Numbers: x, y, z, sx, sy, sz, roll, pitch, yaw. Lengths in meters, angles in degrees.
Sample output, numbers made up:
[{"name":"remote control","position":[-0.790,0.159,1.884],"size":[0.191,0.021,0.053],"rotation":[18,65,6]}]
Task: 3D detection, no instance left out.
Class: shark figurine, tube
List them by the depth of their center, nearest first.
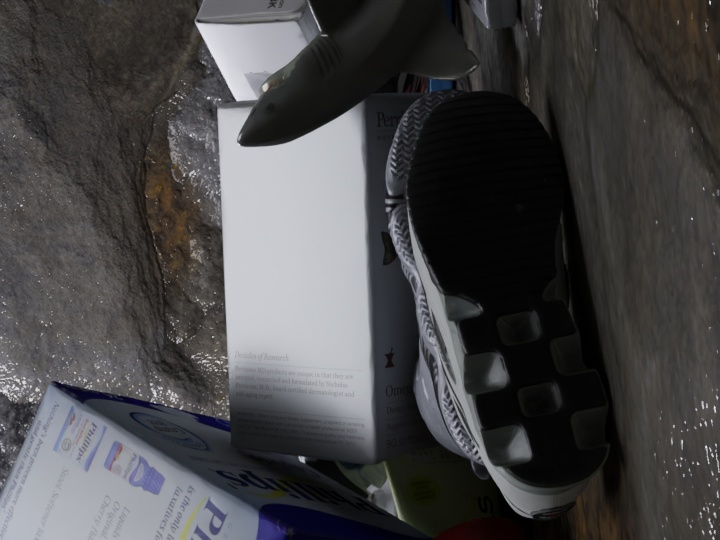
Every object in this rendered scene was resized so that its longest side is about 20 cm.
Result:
[{"name":"shark figurine","position":[0.030,-0.143,0.979],"size":[0.089,0.128,0.215],"rotation":[45,128,24]},{"name":"tube","position":[0.060,0.186,1.152],"size":[0.058,0.052,0.201],"rotation":[27,-133,-55]}]

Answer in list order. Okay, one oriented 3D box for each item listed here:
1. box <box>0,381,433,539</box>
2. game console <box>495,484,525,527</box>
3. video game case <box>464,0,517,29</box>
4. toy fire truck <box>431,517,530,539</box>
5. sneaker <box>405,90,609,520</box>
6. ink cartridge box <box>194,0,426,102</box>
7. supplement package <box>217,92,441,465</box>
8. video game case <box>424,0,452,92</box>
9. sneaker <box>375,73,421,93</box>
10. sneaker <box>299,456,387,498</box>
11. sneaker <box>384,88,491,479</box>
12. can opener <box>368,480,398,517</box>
[{"name":"box","position":[-0.076,0.159,1.107],"size":[0.184,0.199,0.105],"rotation":[20,-84,-55]},{"name":"game console","position":[0.094,0.201,1.255],"size":[0.177,0.031,0.201],"rotation":[100,163,-62]},{"name":"video game case","position":[0.050,-0.221,1.019],"size":[0.200,0.018,0.144],"rotation":[-111,14,-67]},{"name":"toy fire truck","position":[0.025,0.224,1.009],"size":[0.201,0.167,0.113],"rotation":[86,166,-52]},{"name":"sneaker","position":[0.061,0.018,0.874],"size":[0.089,0.074,0.201],"rotation":[93,171,-65]},{"name":"ink cartridge box","position":[-0.028,-0.160,1.362],"size":[0.200,0.082,0.147],"rotation":[64,-145,-47]},{"name":"supplement package","position":[0.000,0.000,1.113],"size":[0.117,0.117,0.201],"rotation":[-7,-83,-48]},{"name":"video game case","position":[0.041,-0.230,1.342],"size":[0.144,0.018,0.201],"rotation":[87,175,-50]},{"name":"sneaker","position":[0.005,-0.102,1.255],"size":[0.201,0.080,0.086],"rotation":[-67,-22,-18]},{"name":"sneaker","position":[-0.005,0.043,1.240],"size":[0.087,0.075,0.201],"rotation":[18,90,71]},{"name":"sneaker","position":[0.053,0.013,1.016],"size":[0.115,0.075,0.201],"rotation":[100,160,-73]},{"name":"can opener","position":[0.013,0.211,1.258],"size":[0.066,0.053,0.201],"rotation":[44,-153,-30]}]
